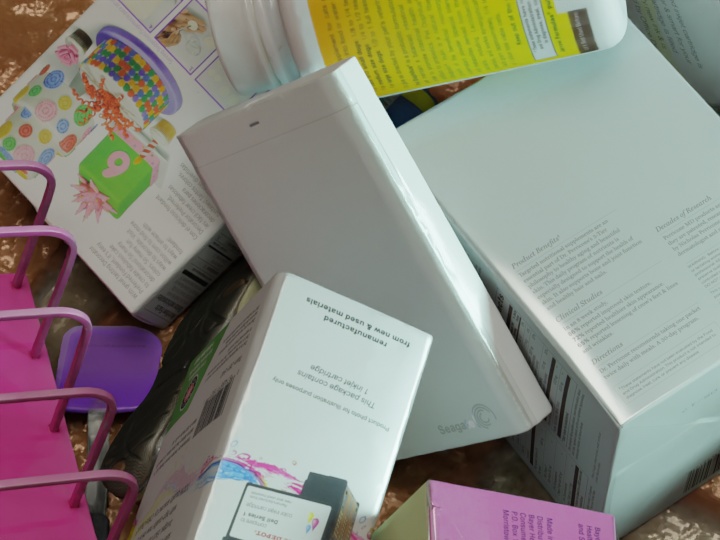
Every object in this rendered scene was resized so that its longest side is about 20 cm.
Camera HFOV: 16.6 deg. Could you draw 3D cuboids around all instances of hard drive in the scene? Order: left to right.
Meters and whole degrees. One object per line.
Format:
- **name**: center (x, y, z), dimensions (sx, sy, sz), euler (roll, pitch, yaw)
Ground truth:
- **hard drive**: center (0.000, 0.000, 1.236), dimensions (0.026, 0.132, 0.200), euler (-38, 103, -39)

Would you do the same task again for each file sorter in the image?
- **file sorter**: center (-0.200, 0.057, 1.216), dimensions (0.139, 0.125, 0.200), euler (-3, 56, -25)

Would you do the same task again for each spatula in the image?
- **spatula**: center (-0.138, 0.112, 1.288), dimensions (0.056, 0.021, 0.200), euler (-1, 60, 6)

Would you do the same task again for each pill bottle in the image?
- **pill bottle**: center (0.027, -0.146, 1.235), dimensions (0.200, 0.109, 0.109), euler (-11, 59, 10)

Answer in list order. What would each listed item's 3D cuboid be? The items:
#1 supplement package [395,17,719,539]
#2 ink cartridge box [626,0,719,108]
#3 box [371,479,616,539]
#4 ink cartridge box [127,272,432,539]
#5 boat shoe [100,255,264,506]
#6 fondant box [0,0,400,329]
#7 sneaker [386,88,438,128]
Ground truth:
- **supplement package**: center (0.127, 0.004, 1.277), dimensions (0.152, 0.151, 0.200), euler (-31, 64, -16)
- **ink cartridge box**: center (0.174, -0.170, 1.335), dimensions (0.083, 0.145, 0.200), euler (-39, 30, -22)
- **box**: center (0.033, 0.220, 1.109), dimensions (0.097, 0.200, 0.176), euler (13, 56, -21)
- **ink cartridge box**: center (-0.053, 0.122, 1.138), dimensions (0.084, 0.145, 0.200), euler (24, 64, -12)
- **boat shoe**: center (-0.064, 0.059, 1.299), dimensions (0.074, 0.076, 0.200), euler (41, 52, -14)
- **fondant box**: center (-0.091, -0.090, 1.339), dimensions (0.200, 0.058, 0.144), euler (-44, 74, 1)
- **sneaker**: center (-0.057, -0.095, 1.388), dimensions (0.200, 0.066, 0.079), euler (23, 66, 13)
